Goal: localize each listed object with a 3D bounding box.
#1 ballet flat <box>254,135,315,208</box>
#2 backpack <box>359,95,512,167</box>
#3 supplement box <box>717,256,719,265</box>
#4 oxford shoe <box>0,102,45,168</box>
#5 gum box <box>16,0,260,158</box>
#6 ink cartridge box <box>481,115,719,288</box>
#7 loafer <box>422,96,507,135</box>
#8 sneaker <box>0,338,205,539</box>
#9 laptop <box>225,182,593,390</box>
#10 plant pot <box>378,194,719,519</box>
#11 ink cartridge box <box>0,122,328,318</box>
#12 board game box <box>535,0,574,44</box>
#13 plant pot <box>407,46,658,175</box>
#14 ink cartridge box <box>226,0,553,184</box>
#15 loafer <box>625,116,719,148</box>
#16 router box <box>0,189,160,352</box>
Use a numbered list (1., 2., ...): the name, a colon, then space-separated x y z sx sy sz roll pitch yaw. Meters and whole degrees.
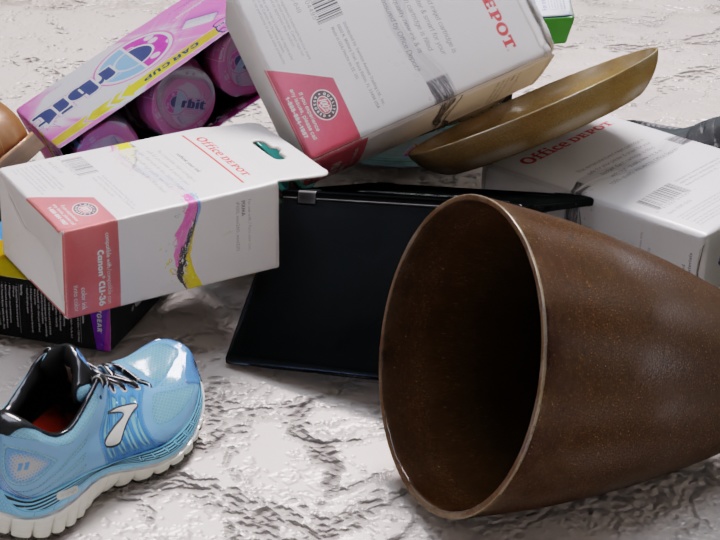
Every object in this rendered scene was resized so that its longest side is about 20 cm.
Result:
1. ballet flat: -0.082 -0.063 1.560 0.074 0.075 0.200 5 6 8
2. backpack: 0.012 -0.170 1.694 0.199 0.155 0.175 2 20 -38
3. supplement box: 0.361 -0.031 1.352 0.199 0.134 0.200 37 28 -3
4. oxford shoe: -0.322 -0.060 1.500 0.071 0.071 0.200 -28 15 47
5. gum box: -0.162 -0.143 1.631 0.199 0.066 0.113 -36 31 -11
6. ink cartridge box: 0.207 -0.041 1.518 0.199 0.085 0.145 23 34 36
7. loafer: 0.033 -0.134 1.571 0.199 0.068 0.076 -24 6 -24
8. sneaker: -0.157 0.083 1.226 0.078 0.091 0.200 14 27 24
9. laptop: 0.037 0.004 1.412 0.186 0.117 0.200 5 7 28
10. plant pot: 0.141 0.057 1.229 0.199 0.188 0.187 5 21 -29
11. ink cartridge box: -0.132 -0.039 1.387 0.199 0.068 0.116 -14 30 -27
12. board game box: 0.055 -0.245 1.598 0.198 0.040 0.154 -5 66 -8
13. plant pot: 0.130 -0.113 1.499 0.199 0.028 0.200 -23 7 3
14. ink cartridge box: 0.020 -0.172 1.490 0.199 0.147 0.085 -25 -8 -10
15. loafer: 0.298 -0.099 1.663 0.199 0.071 0.068 17 28 29
16. router box: -0.210 -0.013 1.468 0.148 0.051 0.200 9 25 13
